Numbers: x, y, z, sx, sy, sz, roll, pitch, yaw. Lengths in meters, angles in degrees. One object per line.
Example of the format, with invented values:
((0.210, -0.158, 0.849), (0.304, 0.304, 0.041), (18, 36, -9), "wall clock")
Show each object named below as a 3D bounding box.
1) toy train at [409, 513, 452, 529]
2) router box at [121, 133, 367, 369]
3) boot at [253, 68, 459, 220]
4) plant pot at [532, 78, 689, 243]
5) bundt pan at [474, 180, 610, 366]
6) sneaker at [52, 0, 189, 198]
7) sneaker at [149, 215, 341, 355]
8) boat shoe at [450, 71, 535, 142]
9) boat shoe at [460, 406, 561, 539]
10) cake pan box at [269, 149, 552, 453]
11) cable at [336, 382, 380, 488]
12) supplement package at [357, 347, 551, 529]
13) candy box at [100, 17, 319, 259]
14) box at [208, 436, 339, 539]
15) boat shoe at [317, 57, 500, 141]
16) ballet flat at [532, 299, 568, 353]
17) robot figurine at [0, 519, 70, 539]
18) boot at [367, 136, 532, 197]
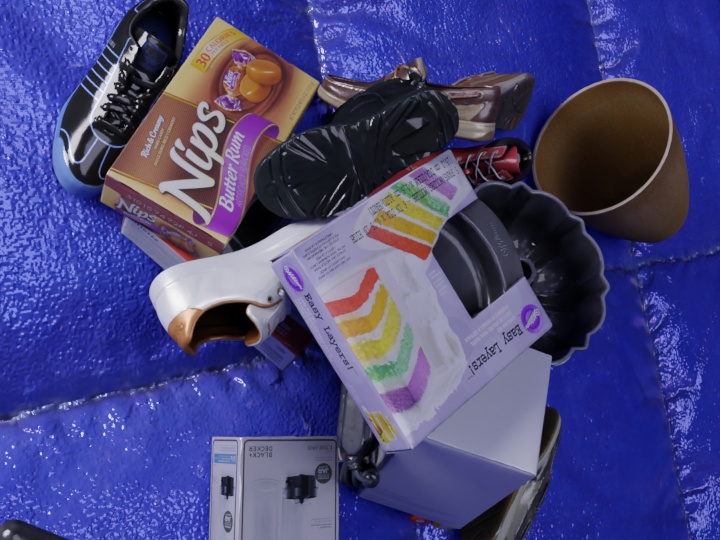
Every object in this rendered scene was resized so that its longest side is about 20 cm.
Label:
((0.105, 0.199, 1.000), (0.198, 0.056, 0.151), (-27, 72, -27), "toy train")
((-0.092, -0.041, 0.849), (0.199, 0.049, 0.180), (40, 59, -3), "router box")
((-0.010, -0.118, 0.817), (0.196, 0.163, 0.074), (-26, 108, -4), "boot")
((0.354, -0.118, 1.178), (0.199, 0.184, 0.189), (31, 64, -44), "plant pot")
((0.154, 0.013, 0.937), (0.198, 0.076, 0.205), (6, 67, -14), "bundt pan")
((-0.210, -0.162, 0.798), (0.070, 0.077, 0.203), (28, 66, -30), "sneaker")
((-0.069, 0.020, 0.753), (0.197, 0.073, 0.085), (-21, 53, -19), "sneaker")
((0.153, -0.211, 1.086), (0.199, 0.071, 0.077), (-25, 139, -56), "boat shoe")
((0.183, 0.250, 1.041), (0.202, 0.071, 0.066), (-54, 125, -31), "boat shoe")
((0.051, 0.020, 0.753), (0.199, 0.052, 0.186), (-32, 95, -32), "cake pan box")
((0.009, 0.103, 0.854), (0.050, 0.163, 0.204), (3, 80, 3), "cable")
((0.087, 0.154, 0.868), (0.118, 0.201, 0.123), (19, 59, -5), "supplement package")
((-0.131, -0.117, 0.804), (0.116, 0.056, 0.202), (31, 58, -8), "candy box")
((-0.081, 0.258, 0.838), (0.115, 0.060, 0.204), (6, 78, -37), "box")
((0.054, -0.193, 0.963), (0.197, 0.072, 0.073), (12, 111, 0), "boat shoe")
((0.179, 0.031, 1.028), (0.069, 0.070, 0.201), (-6, 53, -37), "ballet flat")
((-0.267, 0.278, 0.654), (0.199, 0.124, 0.152), (37, 39, -27), "robot figurine")
((0.092, -0.103, 0.978), (0.198, 0.143, 0.074), (-22, 102, -36), "boot")
